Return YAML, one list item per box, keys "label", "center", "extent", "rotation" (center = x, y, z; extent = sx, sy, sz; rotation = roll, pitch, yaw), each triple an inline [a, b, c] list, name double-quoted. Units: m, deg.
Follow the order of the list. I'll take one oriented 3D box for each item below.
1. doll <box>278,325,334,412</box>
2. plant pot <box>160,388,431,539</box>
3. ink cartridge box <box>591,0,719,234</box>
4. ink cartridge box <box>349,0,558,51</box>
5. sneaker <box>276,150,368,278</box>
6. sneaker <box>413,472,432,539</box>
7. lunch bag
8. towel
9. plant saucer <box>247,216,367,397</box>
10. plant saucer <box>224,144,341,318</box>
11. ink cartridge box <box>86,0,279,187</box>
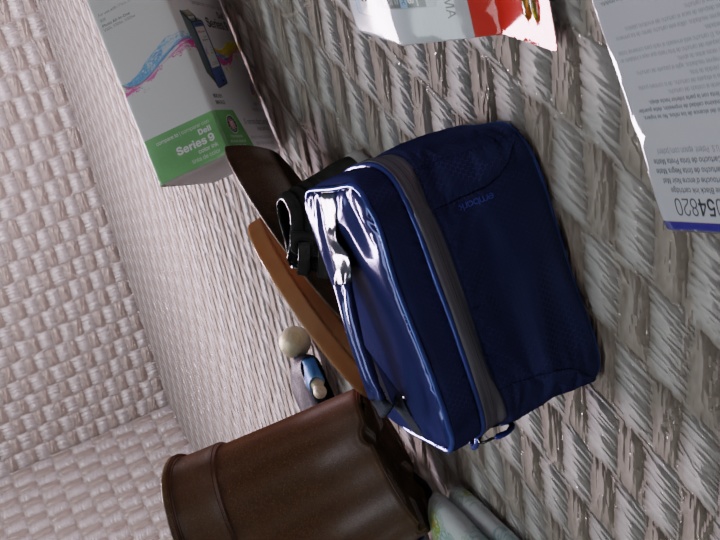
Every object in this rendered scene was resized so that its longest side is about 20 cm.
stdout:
- label: "doll"
  center: [-0.050, 0.162, 1.469]
  extent: [0.201, 0.048, 0.136]
  rotation: [66, 164, 5]
- label: "plant pot"
  center: [-0.051, 0.222, 1.151]
  extent: [0.201, 0.198, 0.200]
  rotation: [60, -172, -14]
- label: "ink cartridge box"
  center: [0.145, -0.110, 0.438]
  extent: [0.201, 0.040, 0.199]
  rotation: [70, 164, -10]
- label: "ink cartridge box"
  center: [0.031, -0.204, 0.680]
  extent: [0.200, 0.047, 0.161]
  rotation: [-139, 30, -63]
- label: "sneaker"
  center: [0.000, 0.000, 0.976]
  extent: [0.200, 0.099, 0.071]
  rotation: [59, 161, 25]
- label: "sneaker"
  center: [0.036, 0.267, 1.264]
  extent: [0.115, 0.080, 0.200]
  rotation: [170, 79, -77]
- label: "lunch bag"
  center: [0.050, 0.018, 0.770]
  extent: [0.201, 0.132, 0.136]
  rotation: [70, 165, -8]
- label: "towel"
  center: [0.127, 0.298, 1.061]
  extent: [0.200, 0.048, 0.172]
  rotation: [36, 146, 62]
- label: "plant saucer"
  center: [-0.036, 0.030, 1.158]
  extent: [0.201, 0.032, 0.200]
  rotation: [55, -176, -5]
- label: "plant saucer"
  center: [-0.050, -0.041, 1.109]
  extent: [0.201, 0.037, 0.200]
  rotation: [53, -175, -6]
- label: "ink cartridge box"
  center: [-0.174, -0.192, 1.210]
  extent: [0.201, 0.087, 0.145]
  rotation: [67, -164, 1]
